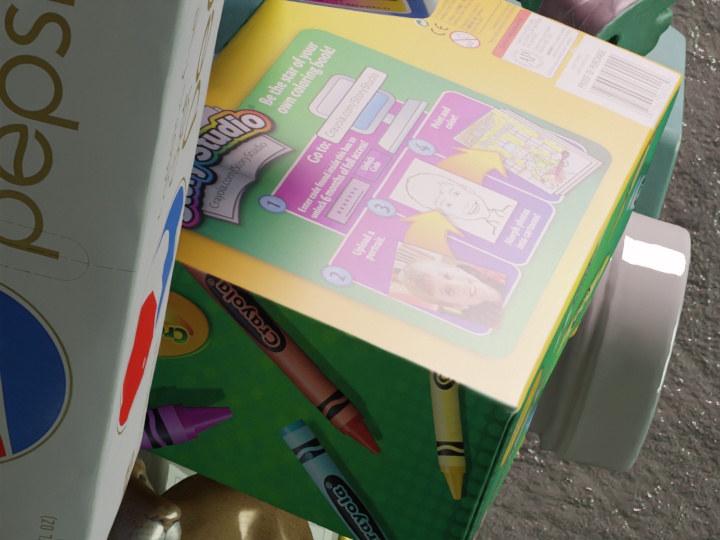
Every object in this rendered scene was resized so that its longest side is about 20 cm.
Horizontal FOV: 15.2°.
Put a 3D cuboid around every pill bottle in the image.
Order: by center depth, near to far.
[{"bbox_3d":[0.000,0.000,0.866,0.111,0.199,0.111,15,90,-89],"label":"pill bottle"}]

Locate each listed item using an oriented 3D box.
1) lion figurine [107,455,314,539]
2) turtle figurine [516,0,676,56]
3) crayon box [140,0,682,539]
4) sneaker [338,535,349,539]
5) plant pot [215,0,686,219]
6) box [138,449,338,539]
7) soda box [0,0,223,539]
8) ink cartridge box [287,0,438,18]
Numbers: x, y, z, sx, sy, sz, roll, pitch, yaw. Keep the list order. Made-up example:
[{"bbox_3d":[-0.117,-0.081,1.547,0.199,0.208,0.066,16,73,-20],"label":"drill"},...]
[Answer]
[{"bbox_3d":[-0.054,0.092,0.781,0.200,0.072,0.123,-7,89,-74],"label":"lion figurine"},{"bbox_3d":[0.022,-0.153,0.935,0.101,0.200,0.150,-48,151,-4],"label":"turtle figurine"},{"bbox_3d":[0.006,-0.013,0.733,0.200,0.118,0.058,-57,167,-56],"label":"crayon box"},{"bbox_3d":[-0.029,0.061,1.019,0.083,0.070,0.200,113,-18,-47],"label":"sneaker"},{"bbox_3d":[0.013,-0.054,0.991,0.142,0.199,0.142,-77,-179,-59],"label":"plant pot"},{"bbox_3d":[-0.076,0.161,0.870,0.095,0.078,0.201,26,68,-44],"label":"box"},{"bbox_3d":[-0.064,-0.026,0.494,0.068,0.063,0.201,-75,179,-53],"label":"soda box"},{"bbox_3d":[-0.016,-0.145,0.609,0.200,0.076,0.137,50,47,-83],"label":"ink cartridge box"}]
